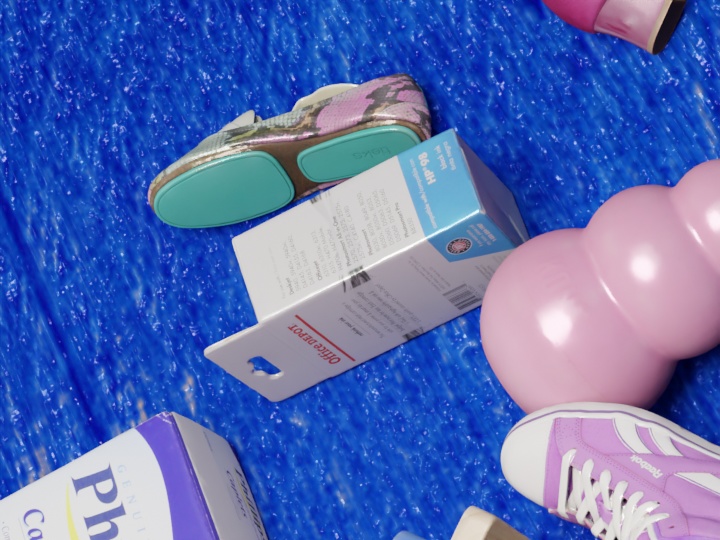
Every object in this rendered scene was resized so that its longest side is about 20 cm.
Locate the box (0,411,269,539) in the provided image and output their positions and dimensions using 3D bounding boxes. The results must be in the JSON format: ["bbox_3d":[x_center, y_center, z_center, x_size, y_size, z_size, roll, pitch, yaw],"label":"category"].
[{"bbox_3d":[-0.153,0.218,1.447,0.199,0.105,0.185,-29,62,11],"label":"box"}]

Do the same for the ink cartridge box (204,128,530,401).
[{"bbox_3d":[0.000,0.000,1.454,0.199,0.116,0.067,-26,62,13],"label":"ink cartridge box"}]

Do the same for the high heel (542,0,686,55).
[{"bbox_3d":[0.185,-0.244,1.470,0.096,0.067,0.201,28,99,21],"label":"high heel"}]

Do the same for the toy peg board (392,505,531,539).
[{"bbox_3d":[0.029,0.235,1.301,0.097,0.200,0.200,21,80,30],"label":"toy peg board"}]

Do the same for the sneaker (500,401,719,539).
[{"bbox_3d":[0.150,0.132,1.268,0.200,0.114,0.073,12,115,30],"label":"sneaker"}]

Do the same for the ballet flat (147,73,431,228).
[{"bbox_3d":[-0.047,-0.084,1.545,0.199,0.069,0.071,-17,46,14],"label":"ballet flat"}]

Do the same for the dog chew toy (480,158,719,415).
[{"bbox_3d":[0.169,0.008,1.360,0.200,0.124,0.125,-37,59,18],"label":"dog chew toy"}]
